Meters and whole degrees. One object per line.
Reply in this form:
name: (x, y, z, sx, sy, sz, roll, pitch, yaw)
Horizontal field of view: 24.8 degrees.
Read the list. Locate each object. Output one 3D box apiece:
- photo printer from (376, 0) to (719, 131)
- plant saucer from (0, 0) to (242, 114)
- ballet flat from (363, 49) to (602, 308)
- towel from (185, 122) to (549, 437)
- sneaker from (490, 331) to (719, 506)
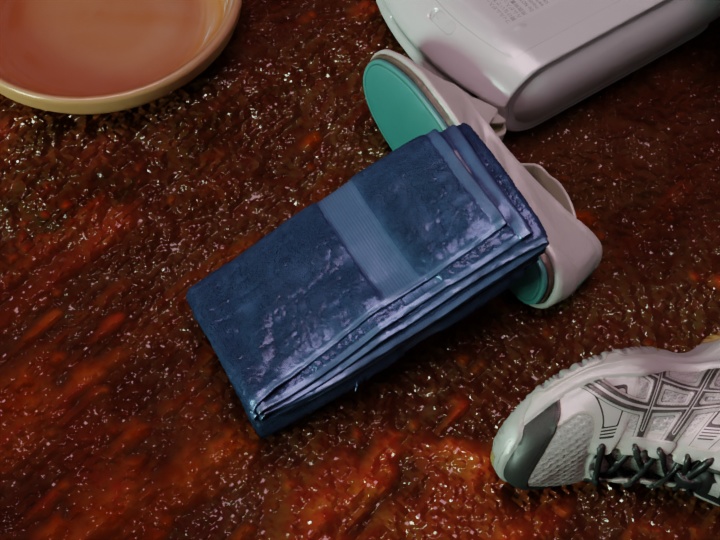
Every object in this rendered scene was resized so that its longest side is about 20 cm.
photo printer: (0.118, -0.186, 1.093, 0.199, 0.070, 0.167, -30, 60, -19)
plant saucer: (-0.178, -0.178, 1.110, 0.198, 0.038, 0.202, 0, 54, 0)
ballet flat: (0.077, -0.061, 1.012, 0.069, 0.070, 0.201, -28, 65, -19)
towel: (0.000, 0.000, 0.936, 0.199, 0.049, 0.112, -33, 58, 0)
sneaker: (0.171, 0.090, 0.889, 0.198, 0.076, 0.088, -16, 55, -10)
